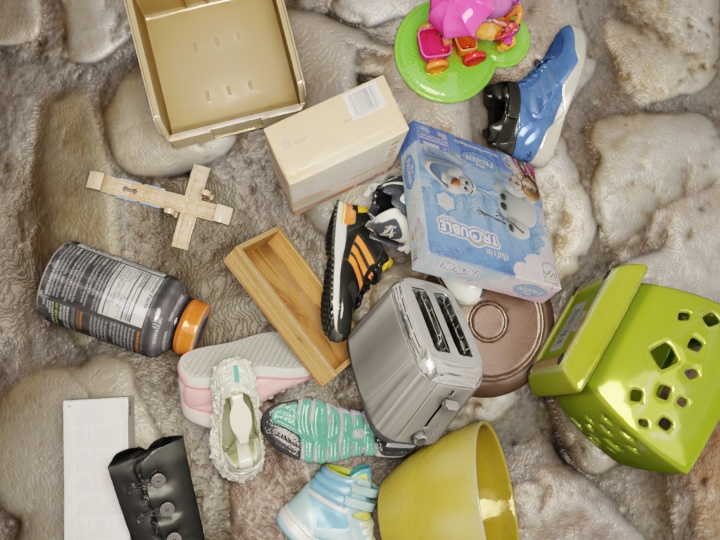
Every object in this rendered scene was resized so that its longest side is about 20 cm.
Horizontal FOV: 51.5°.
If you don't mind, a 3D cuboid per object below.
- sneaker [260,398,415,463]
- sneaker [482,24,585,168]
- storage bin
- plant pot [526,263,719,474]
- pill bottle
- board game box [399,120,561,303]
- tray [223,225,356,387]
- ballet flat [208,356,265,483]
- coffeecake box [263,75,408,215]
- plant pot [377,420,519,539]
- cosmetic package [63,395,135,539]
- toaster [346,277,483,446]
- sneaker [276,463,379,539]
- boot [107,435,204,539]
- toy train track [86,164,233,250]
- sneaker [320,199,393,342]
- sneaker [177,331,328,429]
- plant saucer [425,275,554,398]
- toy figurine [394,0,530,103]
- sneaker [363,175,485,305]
[{"bbox_3d":[-0.032,0.205,0.935,0.197,0.087,0.076,10,76,-14],"label":"sneaker"},{"bbox_3d":[0.230,-0.253,1.018,0.110,0.077,0.203,18,90,-11],"label":"sneaker"},{"bbox_3d":[-0.188,-0.287,0.989,0.197,0.094,0.202,-15,85,-5],"label":"storage bin"},{"bbox_3d":[0.331,0.114,0.925,0.180,0.199,0.201,32,79,2],"label":"plant pot"},{"bbox_3d":[-0.292,0.044,0.943,0.197,0.106,0.108,20,83,-1],"label":"pill bottle"},{"bbox_3d":[0.147,-0.073,0.934,0.197,0.043,0.202,14,55,-26],"label":"board game box"},{"bbox_3d":[-0.080,0.043,0.961,0.037,0.098,0.201,-41,86,33],"label":"tray"},{"bbox_3d":[-0.149,0.198,0.902,0.071,0.072,0.203,-4,122,-4],"label":"ballet flat"},{"bbox_3d":[-0.032,-0.147,0.930,0.152,0.200,0.074,-26,86,-6],"label":"coffeecake box"},{"bbox_3d":[0.103,0.296,0.914,0.140,0.200,0.203,-13,85,19],"label":"plant pot"},{"bbox_3d":[-0.329,0.263,0.945,0.081,0.051,0.204,-1,84,-8],"label":"cosmetic package"},{"bbox_3d":[0.063,0.101,0.903,0.112,0.130,0.202,15,39,-32],"label":"toaster"},{"bbox_3d":[0.004,0.328,0.945,0.199,0.080,0.131,39,85,0],"label":"sneaker"},{"bbox_3d":[-0.205,0.300,0.924,0.163,0.066,0.203,-17,90,-20],"label":"boot"},{"bbox_3d":[-0.269,-0.098,0.995,0.197,0.033,0.117,14,84,-1],"label":"toy train track"},{"bbox_3d":[0.000,0.000,0.957,0.089,0.070,0.203,9,57,-11],"label":"sneaker"},{"bbox_3d":[-0.141,0.146,0.965,0.197,0.076,0.106,-6,127,-27],"label":"sneaker"},{"bbox_3d":[0.170,0.070,1.004,0.197,0.034,0.204,0,84,-4],"label":"plant saucer"},{"bbox_3d":[0.151,-0.324,0.967,0.197,0.184,0.153,-11,85,-5],"label":"toy figurine"},{"bbox_3d":[0.069,-0.038,0.942,0.128,0.079,0.201,-7,66,-37],"label":"sneaker"}]
